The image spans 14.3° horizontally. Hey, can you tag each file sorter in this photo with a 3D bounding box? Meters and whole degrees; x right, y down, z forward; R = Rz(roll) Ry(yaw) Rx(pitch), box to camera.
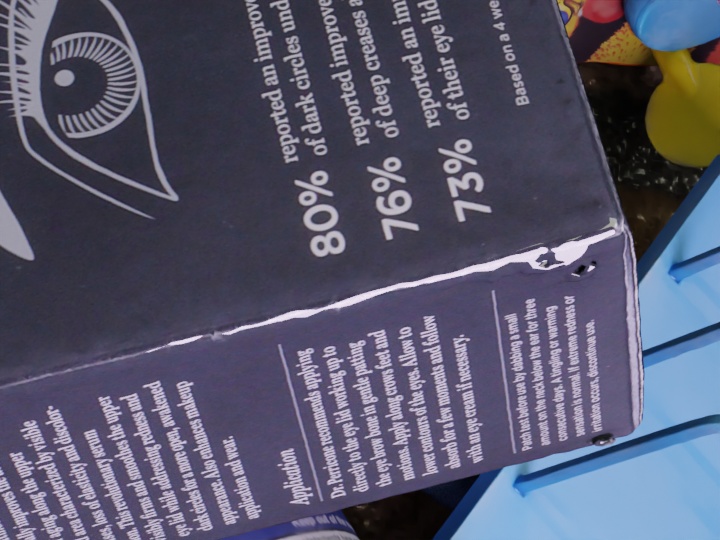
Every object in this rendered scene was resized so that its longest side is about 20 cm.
[{"bbox_3d":[0.135,0.064,0.812,0.139,0.123,0.200,47,57,-13],"label":"file sorter"}]

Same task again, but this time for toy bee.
[{"bbox_3d":[0.074,-0.101,0.945,0.200,0.109,0.131,29,38,-32],"label":"toy bee"}]

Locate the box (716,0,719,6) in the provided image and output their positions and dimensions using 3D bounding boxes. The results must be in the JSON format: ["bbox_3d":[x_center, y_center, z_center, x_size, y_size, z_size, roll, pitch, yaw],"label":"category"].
[{"bbox_3d":[0.139,-0.156,0.942,0.137,0.039,0.200,58,32,5],"label":"box"}]

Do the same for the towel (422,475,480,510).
[{"bbox_3d":[0.000,0.000,0.829,0.049,0.200,0.112,-31,63,11],"label":"towel"}]

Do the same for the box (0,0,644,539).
[{"bbox_3d":[-0.048,-0.021,0.677,0.200,0.104,0.148,-13,61,0],"label":"box"}]

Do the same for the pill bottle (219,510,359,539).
[{"bbox_3d":[-0.076,0.054,0.767,0.111,0.111,0.200,-21,66,-27],"label":"pill bottle"}]
